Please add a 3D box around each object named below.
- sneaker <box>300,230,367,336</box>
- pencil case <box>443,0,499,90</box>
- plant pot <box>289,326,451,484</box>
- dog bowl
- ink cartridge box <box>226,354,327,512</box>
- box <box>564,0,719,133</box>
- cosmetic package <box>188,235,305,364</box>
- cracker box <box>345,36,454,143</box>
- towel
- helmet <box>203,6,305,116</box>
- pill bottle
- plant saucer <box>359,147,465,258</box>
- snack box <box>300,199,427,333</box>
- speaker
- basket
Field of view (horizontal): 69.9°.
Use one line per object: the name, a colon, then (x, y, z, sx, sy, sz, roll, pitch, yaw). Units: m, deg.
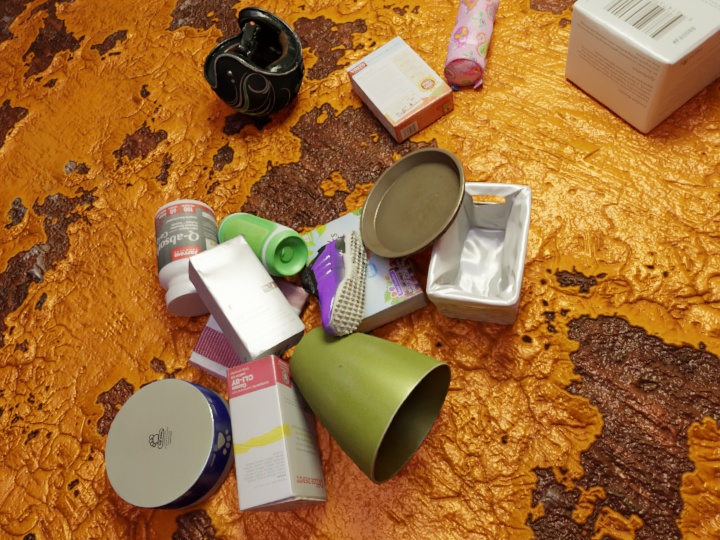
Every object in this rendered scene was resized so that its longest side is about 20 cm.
sneaker: (-0.049, 0.027, 0.803, 0.099, 0.070, 0.200, -15, 39, 21)
pencil case: (0.223, -0.464, 1.032, 0.087, 0.087, 0.200, 7, 69, 19)
plant pot: (-0.003, 0.169, 0.752, 0.200, 0.187, 0.187, 28, 76, 29)
dog bowl: (-0.309, 0.282, 0.846, 0.200, 0.079, 0.200, -6, 64, 13)
ink cartridge box: (-0.124, 0.247, 0.769, 0.083, 0.145, 0.200, -18, 62, 7)
box: (0.492, -0.388, 0.865, 0.200, 0.171, 0.199, -36, 62, -3)
cosmetic package: (-0.186, 0.051, 0.833, 0.102, 0.074, 0.200, -29, 73, -30)
cracker box: (0.078, -0.368, 1.043, 0.134, 0.058, 0.200, -32, 62, -1)
towel: (-0.194, 0.099, 0.902, 0.144, 0.023, 0.200, 24, 80, 5)
helmet: (-0.222, -0.421, 1.081, 0.200, 0.191, 0.200, 6, 73, -22)
pill bottle: (-0.320, -0.023, 0.969, 0.116, 0.116, 0.200, -20, 62, 7)
plant saucer: (0.083, -0.105, 0.824, 0.200, 0.029, 0.200, -24, 49, 32)
snack box: (0.000, 0.000, 0.891, 0.168, 0.068, 0.200, -24, 60, 6)
speaker: (-0.180, -0.049, 0.925, 0.200, 0.088, 0.089, 21, 72, 46)
basket: (0.191, -0.022, 0.813, 0.135, 0.123, 0.200, 6, 67, 19)
